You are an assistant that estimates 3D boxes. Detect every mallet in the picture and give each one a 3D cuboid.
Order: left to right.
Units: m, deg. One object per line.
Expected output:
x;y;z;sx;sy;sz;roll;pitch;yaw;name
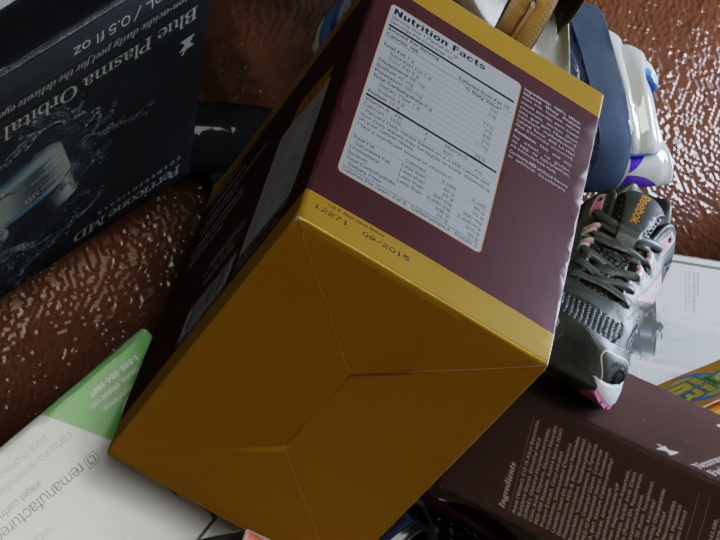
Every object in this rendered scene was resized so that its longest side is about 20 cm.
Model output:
-0.082;0.003;1.273;0.065;0.041;0.202;10;75;-19;mallet

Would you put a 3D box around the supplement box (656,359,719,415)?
0.209;0.155;1.283;0.068;0.067;0.201;-19;103;-10;supplement box

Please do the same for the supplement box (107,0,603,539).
0.000;0.000;1.142;0.132;0.197;0.201;30;42;-12;supplement box

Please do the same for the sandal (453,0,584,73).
0.089;-0.134;1.227;0.080;0.054;0.201;-40;130;-32;sandal

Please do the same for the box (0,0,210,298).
-0.184;-0.091;1.155;0.196;0.200;0.117;-35;70;-25;box

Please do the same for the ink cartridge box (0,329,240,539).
-0.106;0.156;1.189;0.146;0.084;0.200;-41;92;-26;ink cartridge box

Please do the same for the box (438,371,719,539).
0.150;0.109;1.175;0.100;0.199;0.075;-9;117;-54;box

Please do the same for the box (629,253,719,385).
0.196;0.057;1.350;0.199;0.060;0.118;8;72;-19;box

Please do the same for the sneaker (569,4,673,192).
0.111;-0.057;1.336;0.145;0.081;0.201;17;63;-9;sneaker

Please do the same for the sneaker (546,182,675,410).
0.119;-0.001;1.197;0.080;0.200;0.087;31;108;-2;sneaker

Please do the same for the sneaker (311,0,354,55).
0.063;-0.171;1.286;0.079;0.089;0.200;45;65;0;sneaker

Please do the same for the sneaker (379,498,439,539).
-0.009;0.110;1.233;0.070;0.078;0.201;-34;97;-27;sneaker

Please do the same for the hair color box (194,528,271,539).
0.004;0.194;1.121;0.199;0.101;0.062;28;71;-15;hair color box

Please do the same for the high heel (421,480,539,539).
0.075;0.111;1.266;0.200;0.096;0.068;40;65;-6;high heel
